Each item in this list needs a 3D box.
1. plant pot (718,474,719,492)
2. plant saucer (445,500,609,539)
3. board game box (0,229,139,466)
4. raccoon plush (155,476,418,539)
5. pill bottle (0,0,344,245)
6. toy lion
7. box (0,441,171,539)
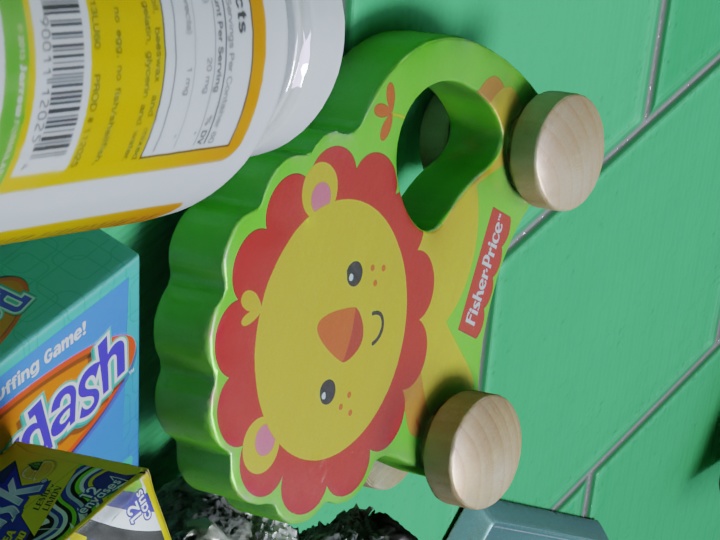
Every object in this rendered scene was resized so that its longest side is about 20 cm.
[{"bbox_3d":[0.324,0.057,1.634,0.200,0.200,0.199,-24,129,-52],"label":"plant pot"},{"bbox_3d":[0.083,0.158,1.474,0.070,0.019,0.200,-62,154,3],"label":"plant saucer"},{"bbox_3d":[-0.139,0.095,0.950,0.152,0.045,0.201,-40,148,-36],"label":"board game box"},{"bbox_3d":[-0.025,0.164,1.084,0.097,0.201,0.134,-37,156,28],"label":"raccoon plush"},{"bbox_3d":[-0.090,-0.065,0.788,0.200,0.111,0.112,-12,128,-58],"label":"pill bottle"},{"bbox_3d":[0.000,0.000,1.065,0.191,0.068,0.201,29,76,-52],"label":"toy lion"},{"bbox_3d":[-0.083,0.159,0.911,0.070,0.064,0.201,-40,124,-37],"label":"box"}]
